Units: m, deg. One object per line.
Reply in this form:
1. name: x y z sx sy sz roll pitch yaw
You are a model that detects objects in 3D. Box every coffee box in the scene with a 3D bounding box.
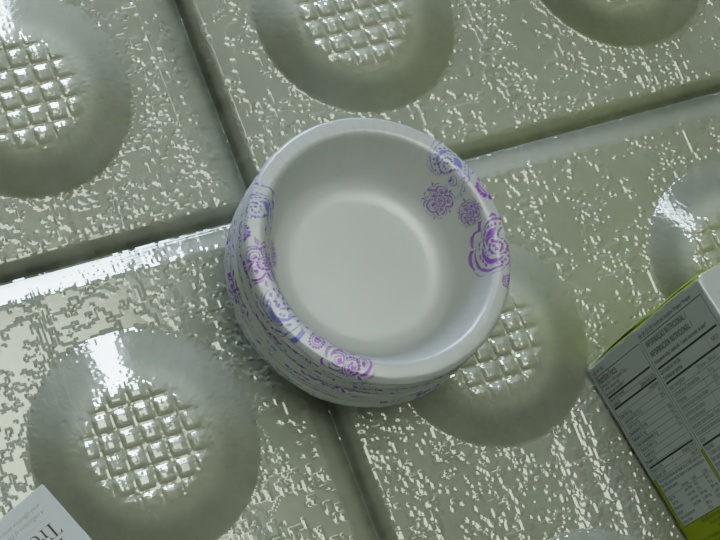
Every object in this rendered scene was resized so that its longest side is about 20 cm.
1. coffee box: 0.324 0.080 1.585 0.199 0.200 0.198 -26 79 -25

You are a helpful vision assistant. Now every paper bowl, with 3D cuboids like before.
1. paper bowl: 0.000 0.000 1.563 0.199 0.104 0.202 6 67 -15

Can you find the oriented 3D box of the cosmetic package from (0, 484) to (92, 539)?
1. cosmetic package: -0.229 0.258 1.379 0.200 0.052 0.151 -41 75 -15
